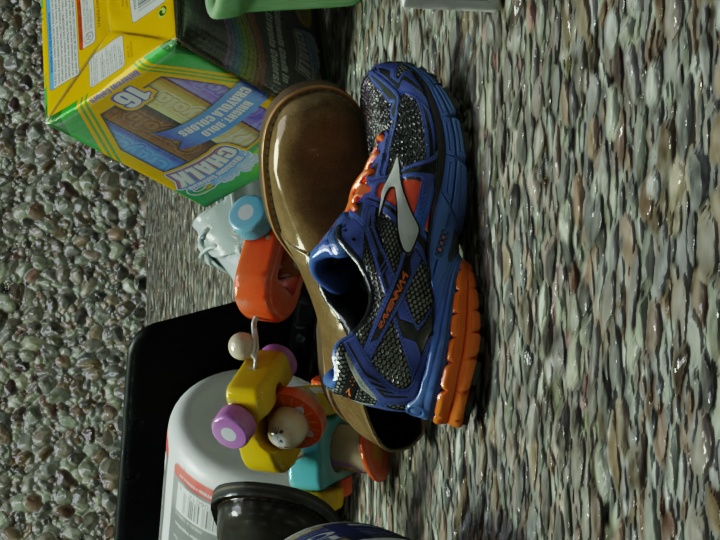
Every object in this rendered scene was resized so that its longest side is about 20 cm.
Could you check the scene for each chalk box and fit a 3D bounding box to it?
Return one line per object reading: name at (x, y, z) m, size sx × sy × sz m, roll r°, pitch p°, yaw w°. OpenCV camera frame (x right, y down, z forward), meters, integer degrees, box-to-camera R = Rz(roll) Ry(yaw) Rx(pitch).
chalk box at (-0.100, -0.134, 1.780) m, size 0.123 × 0.200 × 0.125 m, roll -27°, pitch 53°, yaw 30°

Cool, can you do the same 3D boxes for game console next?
game console at (-0.092, 0.071, 1.794) m, size 0.176 × 0.115 × 0.201 m, roll -84°, pitch 2°, yaw -52°

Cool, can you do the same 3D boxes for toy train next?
toy train at (-0.021, 0.049, 1.490) m, size 0.200 × 0.055 × 0.151 m, roll 55°, pitch -134°, yaw -53°

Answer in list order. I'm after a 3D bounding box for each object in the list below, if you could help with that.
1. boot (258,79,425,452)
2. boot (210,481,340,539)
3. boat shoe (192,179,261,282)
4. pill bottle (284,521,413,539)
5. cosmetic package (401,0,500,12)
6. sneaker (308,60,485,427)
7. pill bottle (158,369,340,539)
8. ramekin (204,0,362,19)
boot at (0.000, 0.000, 1.380) m, size 0.076 × 0.073 × 0.201 m, roll -124°, pitch 18°, yaw -65°
boot at (-0.053, 0.227, 1.434) m, size 0.201 × 0.069 × 0.175 m, roll 82°, pitch -165°, yaw -51°
boat shoe at (-0.092, -0.031, 2.034) m, size 0.070 × 0.071 × 0.202 m, roll 107°, pitch 162°, yaw -61°
pill bottle at (0.005, 0.174, 1.222) m, size 0.200 × 0.110 × 0.112 m, roll 166°, pitch 105°, yaw -81°
cosmetic package at (0.043, -0.226, 1.223) m, size 0.083 × 0.050 × 0.201 m, roll -104°, pitch 17°, yaw -63°
sneaker at (0.013, -0.019, 1.302) m, size 0.076 × 0.078 × 0.201 m, roll 104°, pitch 164°, yaw -54°
pill bottle at (-0.073, 0.172, 1.731) m, size 0.116 × 0.115 × 0.201 m, roll -99°, pitch 14°, yaw -51°
ramekin at (-0.041, -0.252, 1.631) m, size 0.200 × 0.097 × 0.202 m, roll -179°, pitch 90°, yaw -82°
